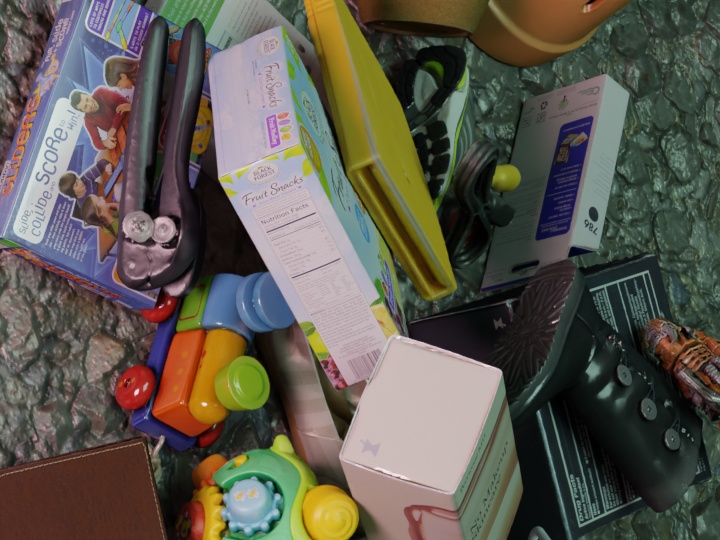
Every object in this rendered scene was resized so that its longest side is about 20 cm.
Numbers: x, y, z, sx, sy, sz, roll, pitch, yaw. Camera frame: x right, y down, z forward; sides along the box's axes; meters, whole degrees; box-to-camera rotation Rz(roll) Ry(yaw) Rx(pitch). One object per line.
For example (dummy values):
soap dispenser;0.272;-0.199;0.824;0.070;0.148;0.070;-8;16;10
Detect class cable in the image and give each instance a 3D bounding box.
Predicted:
cable;0.084;-0.058;1.771;0.050;0.097;0.200;42;2;18

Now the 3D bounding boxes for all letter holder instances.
letter holder;-0.203;0.226;1.458;0.142;0.100;0.201;-11;87;-43

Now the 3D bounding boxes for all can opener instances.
can opener;-0.141;-0.081;1.555;0.063;0.079;0.201;0;84;2

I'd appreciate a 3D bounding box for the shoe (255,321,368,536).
shoe;-0.017;0.114;1.693;0.070;0.053;0.201;-36;104;-43

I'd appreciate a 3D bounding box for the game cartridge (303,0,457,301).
game cartridge;0.011;-0.101;1.658;0.176;0.032;0.201;58;12;-49

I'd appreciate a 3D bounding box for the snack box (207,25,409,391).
snack box;-0.036;-0.045;1.554;0.169;0.067;0.200;-101;164;-55

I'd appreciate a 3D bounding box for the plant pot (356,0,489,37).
plant pot;0.055;-0.296;1.801;0.186;0.186;0.201;8;88;-42

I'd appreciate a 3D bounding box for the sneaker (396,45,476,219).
sneaker;0.061;-0.089;1.801;0.081;0.074;0.201;59;38;-42

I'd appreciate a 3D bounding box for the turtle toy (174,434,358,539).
turtle toy;-0.085;0.211;1.551;0.101;0.146;0.201;14;92;-25

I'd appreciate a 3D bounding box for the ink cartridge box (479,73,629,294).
ink cartridge box;0.166;-0.067;1.884;0.039;0.099;0.201;35;58;-33

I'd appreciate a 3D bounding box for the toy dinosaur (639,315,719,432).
toy dinosaur;0.314;0.112;1.787;0.201;0.102;0.136;61;26;12

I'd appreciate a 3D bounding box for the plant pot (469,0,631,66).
plant pot;0.175;-0.292;1.922;0.200;0.140;0.201;14;69;-41

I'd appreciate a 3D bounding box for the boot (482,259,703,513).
boot;0.180;0.117;1.711;0.200;0.065;0.165;52;52;-28

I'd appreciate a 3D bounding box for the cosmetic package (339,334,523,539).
cosmetic package;0.054;0.142;1.547;0.200;0.087;0.104;72;38;-61

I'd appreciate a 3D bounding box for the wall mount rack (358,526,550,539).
wall mount rack;0.070;0.277;1.700;0.199;0.075;0.174;6;114;-21

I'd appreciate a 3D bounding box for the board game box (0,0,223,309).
board game box;-0.178;-0.089;1.577;0.135;0.034;0.201;28;72;-33

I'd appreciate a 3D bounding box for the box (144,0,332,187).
box;-0.092;-0.139;1.702;0.200;0.036;0.145;43;53;-29

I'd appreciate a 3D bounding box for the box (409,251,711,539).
box;0.165;0.107;1.820;0.198;0.123;0.201;-15;91;-46

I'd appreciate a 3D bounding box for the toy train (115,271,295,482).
toy train;-0.111;0.093;1.566;0.085;0.115;0.201;32;59;-33
